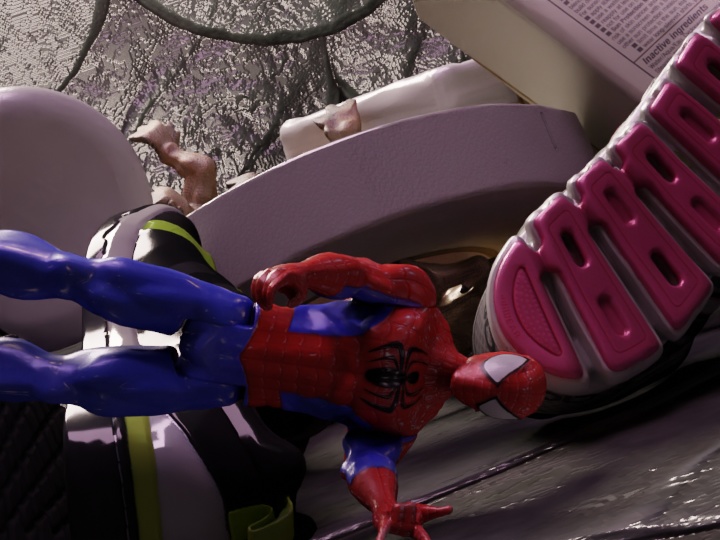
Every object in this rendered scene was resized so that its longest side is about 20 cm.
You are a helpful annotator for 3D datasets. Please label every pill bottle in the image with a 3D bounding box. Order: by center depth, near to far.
[{"bbox_3d":[-0.160,-0.019,1.020,0.109,0.110,0.200,-20,4,-16],"label":"pill bottle"}]

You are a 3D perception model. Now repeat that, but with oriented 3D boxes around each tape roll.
[{"bbox_3d":[0.000,0.000,0.902,0.202,0.037,0.203,-19,-17,-6],"label":"tape roll"}]

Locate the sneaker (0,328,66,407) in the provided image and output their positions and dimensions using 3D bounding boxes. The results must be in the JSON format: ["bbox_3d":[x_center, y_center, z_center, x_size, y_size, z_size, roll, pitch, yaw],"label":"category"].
[{"bbox_3d":[-0.139,0.055,0.858,0.069,0.100,0.200,-22,7,-39],"label":"sneaker"}]

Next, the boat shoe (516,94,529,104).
[{"bbox_3d":[0.166,-0.076,1.013,0.199,0.072,0.068,11,-16,-25],"label":"boat shoe"}]

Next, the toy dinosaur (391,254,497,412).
[{"bbox_3d":[0.059,0.011,0.853,0.200,0.058,0.101,-17,3,40],"label":"toy dinosaur"}]

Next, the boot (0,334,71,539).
[{"bbox_3d":[-0.167,0.085,0.707,0.131,0.070,0.200,-19,9,16],"label":"boot"}]

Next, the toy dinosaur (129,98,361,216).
[{"bbox_3d":[-0.038,0.005,1.047,0.199,0.136,0.086,-6,31,27],"label":"toy dinosaur"}]

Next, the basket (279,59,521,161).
[{"bbox_3d":[0.087,-0.048,1.093,0.200,0.124,0.135,-23,5,-36],"label":"basket"}]

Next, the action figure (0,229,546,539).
[{"bbox_3d":[-0.045,0.025,0.614,0.199,0.066,0.099,6,8,-7],"label":"action figure"}]

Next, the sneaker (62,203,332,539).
[{"bbox_3d":[-0.044,0.040,0.734,0.082,0.072,0.200,-5,28,0],"label":"sneaker"}]

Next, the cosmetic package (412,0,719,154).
[{"bbox_3d":[0.117,-0.097,0.900,0.103,0.200,0.073,-41,-32,-13],"label":"cosmetic package"}]

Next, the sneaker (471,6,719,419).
[{"bbox_3d":[0.103,-0.021,0.749,0.200,0.074,0.087,-42,-6,-27],"label":"sneaker"}]
